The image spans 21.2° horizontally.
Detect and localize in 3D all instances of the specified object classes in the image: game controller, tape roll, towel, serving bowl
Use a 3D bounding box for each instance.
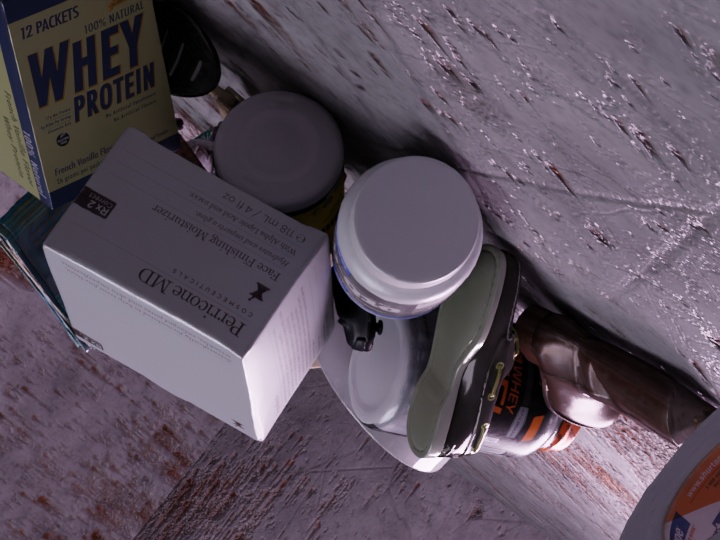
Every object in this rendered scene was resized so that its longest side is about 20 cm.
[{"bbox_3d":[0.000,0.000,1.701,0.042,0.105,0.200,12,-167,-7],"label":"game controller"},{"bbox_3d":[0.244,0.150,1.180,0.066,0.201,0.200,41,173,-10],"label":"tape roll"},{"bbox_3d":[-0.219,-0.046,1.731,0.147,0.200,0.022,55,154,-21],"label":"towel"},{"bbox_3d":[0.039,0.095,1.858,0.200,0.066,0.200,45,-161,-20],"label":"serving bowl"}]

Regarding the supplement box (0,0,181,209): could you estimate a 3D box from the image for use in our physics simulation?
[{"bbox_3d":[-0.276,-0.196,1.648,0.199,0.134,0.201,32,141,45],"label":"supplement box"}]

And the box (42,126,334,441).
[{"bbox_3d":[-0.138,0.015,1.612,0.198,0.131,0.200,28,159,13],"label":"box"}]

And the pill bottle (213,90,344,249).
[{"bbox_3d":[-0.068,-0.063,1.680,0.111,0.111,0.200,37,161,14],"label":"pill bottle"}]

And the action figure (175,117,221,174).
[{"bbox_3d":[-0.149,-0.116,1.960,0.129,0.070,0.200,22,-175,8],"label":"action figure"}]

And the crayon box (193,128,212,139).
[{"bbox_3d":[-0.133,-0.051,2.199,0.201,0.058,0.119,59,-178,22],"label":"crayon box"}]

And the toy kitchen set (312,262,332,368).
[{"bbox_3d":[-0.103,0.013,1.983,0.199,0.182,0.163,-2,175,-37],"label":"toy kitchen set"}]

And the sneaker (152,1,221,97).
[{"bbox_3d":[-0.178,-0.203,1.728,0.079,0.074,0.200,19,-171,-42],"label":"sneaker"}]

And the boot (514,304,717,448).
[{"bbox_3d":[0.238,0.118,1.626,0.200,0.064,0.186,26,169,43],"label":"boot"}]

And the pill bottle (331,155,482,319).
[{"bbox_3d":[0.036,-0.026,1.500,0.114,0.114,0.200,38,173,2],"label":"pill bottle"}]

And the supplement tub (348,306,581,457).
[{"bbox_3d":[0.100,0.100,1.743,0.199,0.123,0.122,13,-174,-26],"label":"supplement tub"}]

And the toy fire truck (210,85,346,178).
[{"bbox_3d":[-0.113,-0.143,1.807,0.200,0.049,0.141,32,169,41],"label":"toy fire truck"}]

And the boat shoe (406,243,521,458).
[{"bbox_3d":[0.097,0.069,1.619,0.060,0.202,0.072,6,-152,-27],"label":"boat shoe"}]
